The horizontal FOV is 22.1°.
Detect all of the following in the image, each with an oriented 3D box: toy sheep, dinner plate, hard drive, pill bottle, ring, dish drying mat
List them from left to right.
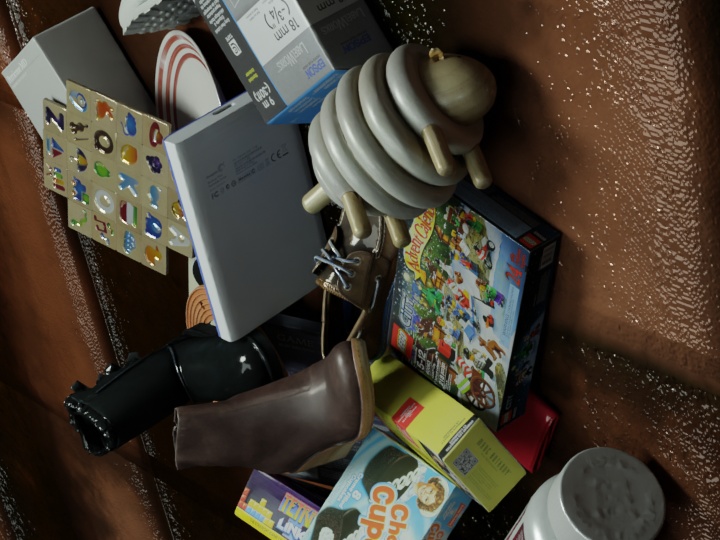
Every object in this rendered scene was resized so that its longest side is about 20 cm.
[{"bbox_3d":[-0.150,-0.126,1.727,0.200,0.024,0.202,167,90,-69],"label":"dinner plate"},{"bbox_3d":[-0.108,0.103,1.782,0.200,0.019,0.202,43,149,35],"label":"ring"},{"bbox_3d":[-0.097,-0.054,1.649,0.025,0.132,0.202,20,133,45],"label":"hard drive"},{"bbox_3d":[0.025,-0.098,1.421,0.199,0.138,0.139,-34,89,28],"label":"toy sheep"},{"bbox_3d":[0.093,0.088,1.617,0.200,0.018,0.077,42,142,27],"label":"dish drying mat"},{"bbox_3d":[0.178,0.234,1.535,0.110,0.109,0.201,47,148,17],"label":"pill bottle"}]

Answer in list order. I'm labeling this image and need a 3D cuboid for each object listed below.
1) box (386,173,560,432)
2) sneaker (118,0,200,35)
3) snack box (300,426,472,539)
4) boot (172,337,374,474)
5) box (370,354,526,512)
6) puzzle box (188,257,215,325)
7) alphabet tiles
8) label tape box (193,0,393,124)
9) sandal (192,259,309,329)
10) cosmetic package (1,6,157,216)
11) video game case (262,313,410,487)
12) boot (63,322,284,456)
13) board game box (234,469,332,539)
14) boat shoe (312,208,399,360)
[{"bbox_3d":[0.089,0.018,1.522,0.136,0.038,0.201,37,139,31],"label":"box"},{"bbox_3d":[-0.169,-0.275,1.628,0.200,0.076,0.081,-40,72,55],"label":"sneaker"},{"bbox_3d":[0.003,0.254,1.654,0.116,0.201,0.037,31,178,41],"label":"snack box"},{"bbox_3d":[-0.078,0.126,1.616,0.201,0.165,0.073,108,156,-56],"label":"boot"},{"bbox_3d":[0.065,0.136,1.601,0.075,0.050,0.200,48,173,-27],"label":"box"},{"bbox_3d":[-0.121,0.004,1.845,0.133,0.025,0.201,40,145,28],"label":"puzzle box"},{"bbox_3d":[-0.235,-0.090,1.789,0.199,0.006,0.168,25,128,28],"label":"alphabet tiles"},{"bbox_3d":[-0.045,-0.184,1.525,0.201,0.063,0.144,59,150,-1],"label":"label tape box"},{"bbox_3d":[-0.089,0.061,1.789,0.199,0.045,0.075,39,140,-3],"label":"sandal"},{"bbox_3d":[-0.264,-0.149,1.852,0.201,0.090,0.107,55,147,-2],"label":"cosmetic package"},{"bbox_3d":[-0.018,0.134,1.765,0.142,0.019,0.201,11,130,20],"label":"video game case"},{"bbox_3d":[-0.178,0.112,1.712,0.198,0.162,0.074,5,121,60],"label":"boot"},{"bbox_3d":[0.001,0.268,1.786,0.199,0.057,0.165,27,180,41],"label":"board game box"},{"bbox_3d":[0.000,0.000,1.601,0.072,0.072,0.202,32,132,42],"label":"boat shoe"}]
